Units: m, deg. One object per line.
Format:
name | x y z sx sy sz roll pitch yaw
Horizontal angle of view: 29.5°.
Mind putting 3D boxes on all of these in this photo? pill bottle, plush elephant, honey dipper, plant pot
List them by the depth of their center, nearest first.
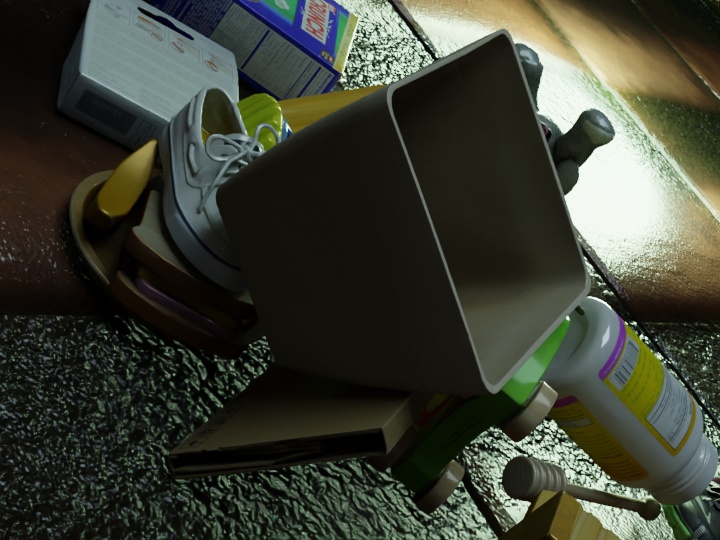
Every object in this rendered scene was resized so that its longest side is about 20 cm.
plant pot | 0.022 -0.029 0.945 0.200 0.176 0.201 -36 109 -55
honey dipper | 0.202 0.197 1.195 0.199 0.038 0.038 20 34 -39
pill bottle | 0.231 0.121 1.199 0.200 0.104 0.104 45 24 -26
plush elephant | 0.144 -0.124 1.475 0.154 0.200 0.165 -19 60 -33

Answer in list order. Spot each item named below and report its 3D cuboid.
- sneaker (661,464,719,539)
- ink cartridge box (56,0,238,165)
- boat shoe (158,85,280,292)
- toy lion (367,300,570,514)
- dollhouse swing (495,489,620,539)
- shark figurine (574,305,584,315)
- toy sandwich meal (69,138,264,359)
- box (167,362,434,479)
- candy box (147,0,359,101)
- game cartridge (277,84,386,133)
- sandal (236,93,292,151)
sneaker | 0.342 0.215 1.282 0.200 0.084 0.077 -19 78 -58
ink cartridge box | -0.187 -0.172 1.233 0.160 0.047 0.200 27 28 -24
boat shoe | -0.096 -0.074 1.013 0.074 0.086 0.202 24 29 -29
toy lion | 0.097 0.083 1.064 0.069 0.200 0.192 40 45 -2
dollhouse swing | 0.208 0.235 1.019 0.200 0.182 0.176 41 48 2
shark figurine | 0.114 -0.024 1.138 0.215 0.089 0.128 68 -6 -34
toy sandwich meal | -0.134 -0.021 1.047 0.205 0.070 0.206 30 29 -19
box | -0.019 0.088 0.956 0.200 0.163 0.021 -39 115 -62
candy box | -0.107 -0.267 1.432 0.200 0.077 0.169 35 27 -14
game cartridge | -0.022 -0.096 1.230 0.175 0.033 0.201 -10 43 -8
sandal | -0.075 -0.068 1.120 0.087 0.079 0.200 59 7 -44
